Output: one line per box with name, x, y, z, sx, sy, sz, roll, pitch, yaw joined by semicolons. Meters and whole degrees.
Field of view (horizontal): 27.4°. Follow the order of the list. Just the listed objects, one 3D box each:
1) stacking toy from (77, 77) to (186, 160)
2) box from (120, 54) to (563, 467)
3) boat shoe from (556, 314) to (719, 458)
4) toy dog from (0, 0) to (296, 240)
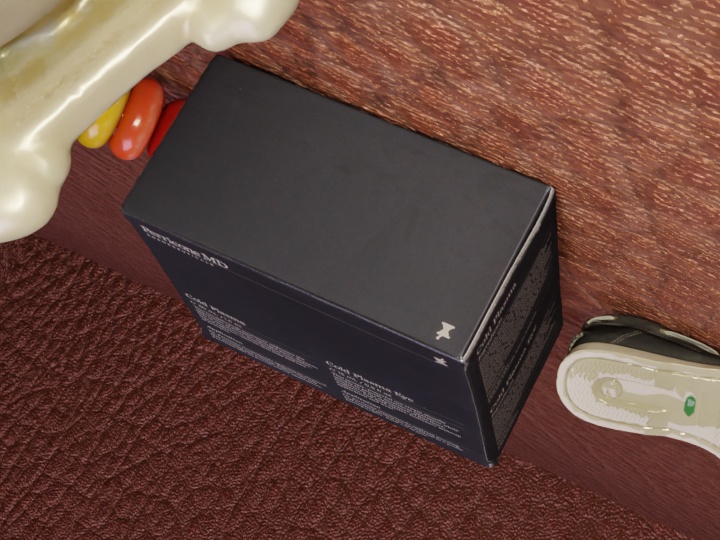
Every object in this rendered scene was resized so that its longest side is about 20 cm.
stacking toy;-0.171;-0.108;0.900;0.200;0.085;0.085;23;174;-14
box;0.000;0.000;0.805;0.200;0.104;0.182;23;163;17
boat shoe;0.223;0.076;0.896;0.200;0.072;0.068;18;-153;13
toy dog;-0.127;-0.129;0.393;0.194;0.139;0.200;63;-171;21
